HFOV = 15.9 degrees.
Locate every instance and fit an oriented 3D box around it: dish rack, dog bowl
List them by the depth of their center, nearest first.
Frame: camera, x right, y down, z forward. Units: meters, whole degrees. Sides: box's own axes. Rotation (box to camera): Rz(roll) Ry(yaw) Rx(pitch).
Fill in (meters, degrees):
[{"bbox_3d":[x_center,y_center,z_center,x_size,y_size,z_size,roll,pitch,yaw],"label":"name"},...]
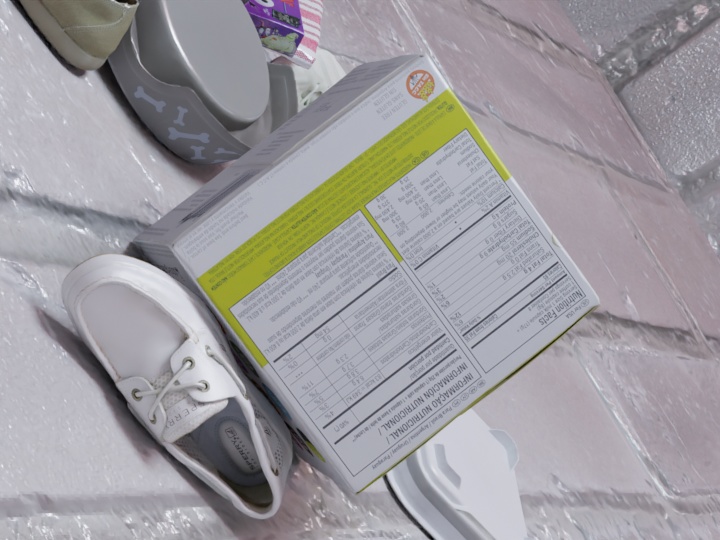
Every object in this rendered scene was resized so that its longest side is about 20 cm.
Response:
[{"bbox_3d":[-0.126,-0.170,1.934,0.200,0.059,0.200,47,30,-37],"label":"dog bowl"},{"bbox_3d":[0.078,0.151,1.974,0.172,0.044,0.200,48,19,-28],"label":"dish rack"}]

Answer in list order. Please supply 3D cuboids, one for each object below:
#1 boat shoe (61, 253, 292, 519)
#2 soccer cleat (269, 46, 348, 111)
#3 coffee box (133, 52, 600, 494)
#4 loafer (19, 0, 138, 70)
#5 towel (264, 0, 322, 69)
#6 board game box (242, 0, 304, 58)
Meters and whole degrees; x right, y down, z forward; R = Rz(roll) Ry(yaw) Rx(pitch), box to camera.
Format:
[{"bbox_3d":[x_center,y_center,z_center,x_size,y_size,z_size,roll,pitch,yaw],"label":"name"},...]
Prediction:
[{"bbox_3d":[-0.104,0.072,1.551,0.200,0.071,0.069,48,16,-28],"label":"boat shoe"},{"bbox_3d":[-0.032,-0.143,2.204,0.078,0.069,0.200,63,15,15],"label":"soccer cleat"},{"bbox_3d":[0.000,0.000,1.658,0.198,0.200,0.200,53,-7,-9],"label":"coffee box"},{"bbox_3d":[-0.229,-0.234,1.809,0.200,0.068,0.076,50,17,-18],"label":"loafer"},{"bbox_3d":[-0.101,-0.236,2.160,0.146,0.030,0.200,23,26,-10],"label":"towel"},{"bbox_3d":[-0.112,-0.250,2.112,0.120,0.032,0.200,23,26,-21],"label":"board game box"}]
